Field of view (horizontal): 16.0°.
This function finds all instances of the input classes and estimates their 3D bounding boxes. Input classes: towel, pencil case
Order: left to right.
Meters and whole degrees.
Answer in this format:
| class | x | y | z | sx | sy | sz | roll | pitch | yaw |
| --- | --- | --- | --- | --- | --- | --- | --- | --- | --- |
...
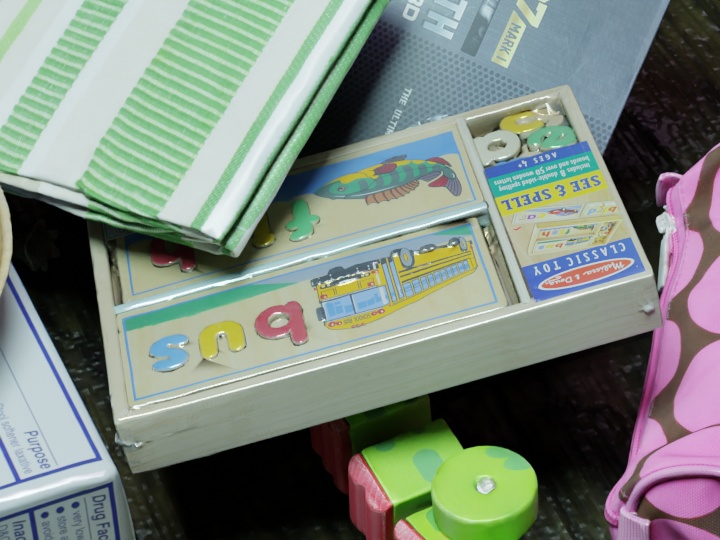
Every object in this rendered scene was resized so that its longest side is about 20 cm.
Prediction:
| class | x | y | z | sx | sy | sz | roll | pitch | yaw |
| --- | --- | --- | --- | --- | --- | --- | --- | --- | --- |
| towel | -0.092 | -0.085 | 1.009 | 0.199 | 0.023 | 0.153 | 15 | 65 | 36 |
| pencil case | 0.146 | 0.038 | 0.969 | 0.093 | 0.091 | 0.201 | 14 | 44 | 4 |

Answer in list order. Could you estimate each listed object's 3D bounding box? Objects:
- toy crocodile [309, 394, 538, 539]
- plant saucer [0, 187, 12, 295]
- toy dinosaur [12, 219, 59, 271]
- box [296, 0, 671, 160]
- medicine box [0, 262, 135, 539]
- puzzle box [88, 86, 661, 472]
| class | x | y | z | sx | sy | sz | roll | pitch | yaw |
| --- | --- | --- | --- | --- | --- | --- | --- | --- | --- |
| toy crocodile | 0.018 | 0.078 | 0.944 | 0.061 | 0.068 | 0.200 | -18 | 43 | -16 |
| plant saucer | -0.220 | 0.009 | 0.899 | 0.199 | 0.036 | 0.201 | 0 | 43 | 0 |
| toy dinosaur | -0.195 | -0.013 | 1.071 | 0.102 | 0.077 | 0.200 | 0 | 43 | 46 |
| box | 0.037 | -0.102 | 1.044 | 0.157 | 0.051 | 0.201 | 25 | 87 | 0 |
| medicine box | -0.202 | 0.079 | 0.928 | 0.199 | 0.103 | 0.182 | -17 | 43 | -16 |
| puzzle box | 0.000 | 0.000 | 0.953 | 0.199 | 0.026 | 0.133 | -16 | 37 | -1 |
